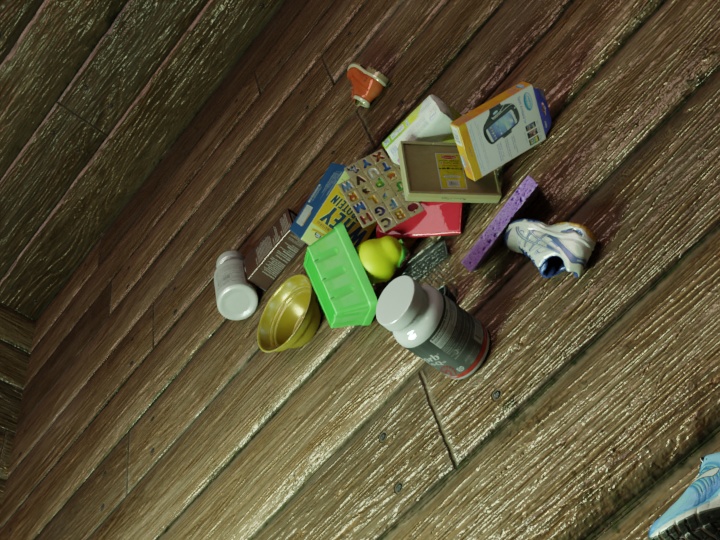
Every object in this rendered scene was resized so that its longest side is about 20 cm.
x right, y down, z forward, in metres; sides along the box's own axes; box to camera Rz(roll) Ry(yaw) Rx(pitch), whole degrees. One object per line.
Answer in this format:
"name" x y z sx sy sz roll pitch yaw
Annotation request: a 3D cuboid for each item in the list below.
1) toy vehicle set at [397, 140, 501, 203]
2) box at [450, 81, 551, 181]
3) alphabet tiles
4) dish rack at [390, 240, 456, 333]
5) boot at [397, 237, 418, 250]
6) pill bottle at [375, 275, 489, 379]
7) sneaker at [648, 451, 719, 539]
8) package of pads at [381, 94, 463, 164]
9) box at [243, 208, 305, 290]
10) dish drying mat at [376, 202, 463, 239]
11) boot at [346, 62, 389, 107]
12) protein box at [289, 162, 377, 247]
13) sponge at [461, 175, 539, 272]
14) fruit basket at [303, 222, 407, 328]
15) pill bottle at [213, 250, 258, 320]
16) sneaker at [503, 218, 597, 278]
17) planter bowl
"toy vehicle set" 0.177 -0.197 1.628 0.027 0.194 0.127 112 155 -59
"box" 0.278 -0.276 1.587 0.197 0.121 0.041 -31 30 -12
"alphabet tiles" 0.048 -0.176 1.757 0.164 0.006 0.202 -27 57 -7
"dish rack" 0.124 0.030 1.646 0.152 0.054 0.203 -36 36 30
"boot" 0.099 -0.142 1.823 0.144 0.070 0.202 -48 36 14
"pill bottle" 0.126 0.099 1.434 0.115 0.198 0.118 -35 36 31
"sneaker" 0.432 0.273 0.984 0.200 0.078 0.090 -43 14 17
"package of pads" 0.162 -0.270 1.723 0.154 0.198 0.069 -43 55 22
"box" -0.228 -0.056 2.213 0.200 0.074 0.101 -46 33 15
"dish drying mat" 0.125 -0.107 1.727 0.195 0.018 0.079 -2 71 27
"boot" -0.002 -0.525 2.322 0.109 0.074 0.200 -59 31 6
"protein box" -0.051 -0.131 1.922 0.201 0.134 0.200 -56 16 0
"sponge" 0.261 -0.085 1.516 0.201 0.030 0.111 -52 -10 8
"fruit basket" 0.000 0.000 1.737 0.156 0.211 0.220 113 176 -65
"pill bottle" -0.349 0.035 2.260 0.115 0.113 0.201 -46 32 16
"sneaker" 0.313 -0.035 1.413 0.198 0.074 0.090 4 68 59
"planter bowl" -0.153 0.118 1.933 0.199 0.083 0.204 -35 38 32
